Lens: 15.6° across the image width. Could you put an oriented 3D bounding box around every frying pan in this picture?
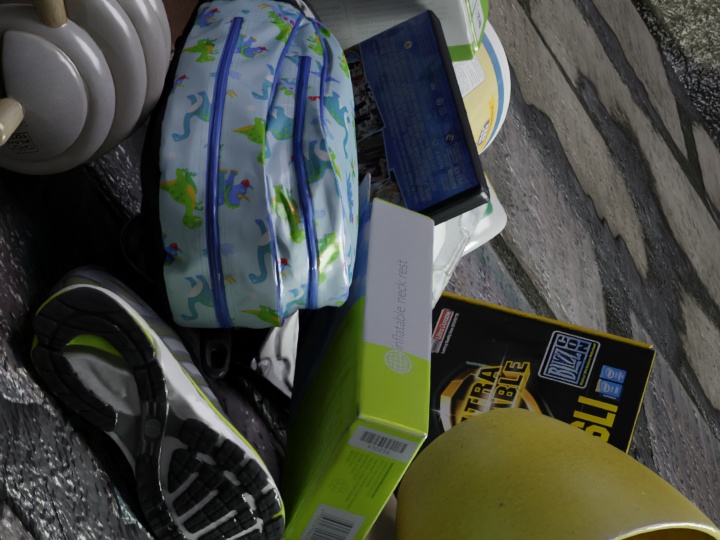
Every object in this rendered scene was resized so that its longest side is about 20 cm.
[{"bbox_3d":[-0.071,0.015,1.521,0.115,0.031,0.190,-3,34,-26],"label":"frying pan"}]

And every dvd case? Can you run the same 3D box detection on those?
[{"bbox_3d":[-0.026,-0.062,1.612,0.018,0.200,0.143,44,26,-54],"label":"dvd case"}]

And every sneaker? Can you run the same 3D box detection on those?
[{"bbox_3d":[-0.102,0.074,1.410,0.200,0.074,0.081,59,13,-24],"label":"sneaker"}]

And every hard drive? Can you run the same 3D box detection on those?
[{"bbox_3d":[0.000,0.000,1.664,0.140,0.038,0.200,44,69,-50],"label":"hard drive"}]

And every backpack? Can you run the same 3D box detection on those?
[{"bbox_3d":[-0.061,-0.051,1.449,0.200,0.154,0.163,-54,151,-58],"label":"backpack"}]

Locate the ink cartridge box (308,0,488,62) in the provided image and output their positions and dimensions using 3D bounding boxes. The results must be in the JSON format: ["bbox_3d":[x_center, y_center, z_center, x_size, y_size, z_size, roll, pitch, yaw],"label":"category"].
[{"bbox_3d":[-0.011,-0.227,1.639,0.076,0.148,0.200,-74,155,-55],"label":"ink cartridge box"}]

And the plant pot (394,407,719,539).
[{"bbox_3d":[0.099,0.165,1.555,0.142,0.200,0.200,56,10,34],"label":"plant pot"}]

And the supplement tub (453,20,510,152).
[{"bbox_3d":[0.000,-0.104,1.785,0.145,0.145,0.200,61,38,-10],"label":"supplement tub"}]

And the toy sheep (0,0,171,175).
[{"bbox_3d":[-0.167,-0.119,1.407,0.138,0.138,0.200,59,32,-16],"label":"toy sheep"}]

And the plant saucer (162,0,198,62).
[{"bbox_3d":[-0.144,-0.198,1.594,0.200,0.032,0.201,8,80,-50],"label":"plant saucer"}]

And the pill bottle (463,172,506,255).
[{"bbox_3d":[0.017,-0.097,1.959,0.200,0.113,0.113,62,16,-5],"label":"pill bottle"}]

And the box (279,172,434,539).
[{"bbox_3d":[-0.002,0.055,1.482,0.048,0.122,0.200,18,41,-13],"label":"box"}]

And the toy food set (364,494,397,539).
[{"bbox_3d":[-0.010,0.186,1.566,0.200,0.060,0.144,-79,151,-61],"label":"toy food set"}]

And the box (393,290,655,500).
[{"bbox_3d":[0.096,0.110,1.725,0.200,0.159,0.049,-66,169,-46],"label":"box"}]
